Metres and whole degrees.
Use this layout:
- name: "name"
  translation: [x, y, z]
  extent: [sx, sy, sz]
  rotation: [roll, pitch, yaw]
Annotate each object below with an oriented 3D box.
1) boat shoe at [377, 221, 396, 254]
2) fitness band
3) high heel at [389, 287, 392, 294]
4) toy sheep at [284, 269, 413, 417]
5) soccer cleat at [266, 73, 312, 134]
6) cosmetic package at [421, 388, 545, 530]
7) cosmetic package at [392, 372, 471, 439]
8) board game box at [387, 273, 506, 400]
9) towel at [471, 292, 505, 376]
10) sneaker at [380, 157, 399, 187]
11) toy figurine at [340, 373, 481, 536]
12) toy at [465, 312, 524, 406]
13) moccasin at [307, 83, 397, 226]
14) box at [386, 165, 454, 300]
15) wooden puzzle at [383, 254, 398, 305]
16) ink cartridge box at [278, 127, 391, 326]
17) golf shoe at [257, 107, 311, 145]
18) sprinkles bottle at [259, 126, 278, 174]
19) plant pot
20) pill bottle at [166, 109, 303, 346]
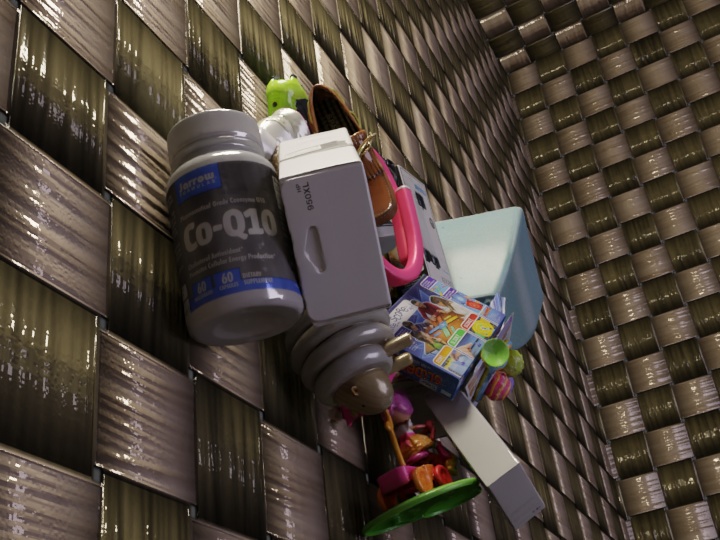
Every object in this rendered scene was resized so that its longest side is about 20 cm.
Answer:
- name: "boat shoe"
  translation: [-0.012, -0.056, 1.266]
  extent: [0.064, 0.071, 0.199]
  rotation: [55, 23, 17]
- name: "fitness band"
  translation: [0.025, -0.074, 1.188]
  extent: [0.142, 0.037, 0.204]
  rotation: [20, 51, -51]
- name: "high heel"
  translation: [0.000, 0.000, 1.230]
  extent: [0.202, 0.070, 0.145]
  rotation: [68, 17, -51]
- name: "toy sheep"
  translation: [-0.022, 0.073, 1.017]
  extent: [0.202, 0.137, 0.138]
  rotation: [59, 12, 29]
- name: "soccer cleat"
  translation: [-0.074, -0.196, 1.256]
  extent: [0.199, 0.066, 0.083]
  rotation: [31, 60, -60]
- name: "cosmetic package"
  translation: [0.146, 0.216, 1.102]
  extent: [0.083, 0.050, 0.200]
  rotation: [55, -2, -30]
- name: "cosmetic package"
  translation: [0.099, 0.136, 1.292]
  extent: [0.088, 0.101, 0.202]
  rotation: [59, 28, -30]
- name: "board game box"
  translation: [0.101, 0.081, 1.201]
  extent: [0.200, 0.133, 0.035]
  rotation: [-39, 151, -56]
- name: "towel"
  translation: [0.157, 0.142, 1.381]
  extent: [0.024, 0.202, 0.146]
  rotation: [29, 31, -6]
- name: "sneaker"
  translation: [-0.036, -0.123, 1.263]
  extent: [0.197, 0.090, 0.078]
  rotation: [9, 75, -45]
- name: "toy figurine"
  translation: [0.052, 0.199, 1.096]
  extent: [0.199, 0.149, 0.187]
  rotation: [14, 49, -56]
- name: "toy"
  translation: [0.188, 0.139, 1.224]
  extent: [0.047, 0.116, 0.200]
  rotation: [30, -12, 20]
- name: "moccasin"
  translation: [-0.012, -0.143, 1.106]
  extent: [0.078, 0.072, 0.205]
  rotation: [68, 2, -64]
- name: "box"
  translation: [0.080, -0.047, 1.406]
  extent: [0.116, 0.059, 0.204]
  rotation: [27, 46, -61]
- name: "wooden puzzle"
  translation: [0.052, 0.006, 1.426]
  extent: [0.204, 0.037, 0.185]
  rotation: [68, 19, -7]
- name: "ink cartridge box"
  translation: [-0.030, -0.051, 0.919]
  extent: [0.200, 0.082, 0.148]
  rotation: [-105, -178, -72]
- name: "golf shoe"
  translation: [-0.087, -0.093, 1.119]
  extent: [0.091, 0.074, 0.204]
  rotation: [-31, 103, -48]
- name: "sprinkles bottle"
  translation: [-0.068, -0.075, 1.052]
  extent: [0.200, 0.068, 0.069]
  rotation: [43, 29, -22]
- name: "plant pot"
  translation: [0.193, 0.043, 1.524]
  extent: [0.201, 0.192, 0.199]
  rotation: [-70, 146, -55]
- name: "pill bottle"
  translation: [-0.125, -0.042, 0.869]
  extent: [0.113, 0.112, 0.204]
  rotation: [28, 44, -62]
